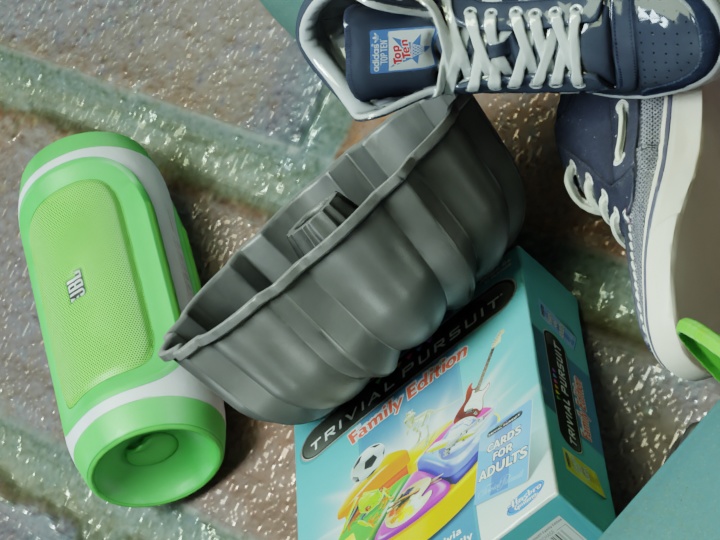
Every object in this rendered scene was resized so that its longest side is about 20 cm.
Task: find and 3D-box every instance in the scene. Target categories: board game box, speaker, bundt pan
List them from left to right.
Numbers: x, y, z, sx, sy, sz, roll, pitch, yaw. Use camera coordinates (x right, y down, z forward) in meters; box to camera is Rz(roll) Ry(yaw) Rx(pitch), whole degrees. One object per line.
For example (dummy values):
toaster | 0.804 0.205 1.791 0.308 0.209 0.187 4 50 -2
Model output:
speaker | -0.128 0.024 1.565 0.088 0.088 0.200 -35 50 23
bundt pan | 0.000 0.000 1.420 0.202 0.076 0.202 -40 9 8
board game box | 0.039 0.097 1.358 0.151 0.047 0.200 -39 26 20

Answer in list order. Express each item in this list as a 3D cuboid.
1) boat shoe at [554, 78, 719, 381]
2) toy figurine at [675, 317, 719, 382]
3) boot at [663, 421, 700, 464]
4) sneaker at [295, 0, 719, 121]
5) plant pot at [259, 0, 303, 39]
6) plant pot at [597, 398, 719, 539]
boat shoe | 0.137 -0.032 1.380 0.093 0.075 0.200 -19 50 41
toy figurine | 0.263 0.022 1.211 0.200 0.150 0.184 42 89 23
boot | 0.081 0.157 1.328 0.174 0.069 0.200 4 71 44
sneaker | 0.064 -0.105 1.335 0.200 0.108 0.070 12 115 35
plant pot | 0.001 -0.212 1.536 0.200 0.134 0.201 -20 57 34
plant pot | 0.144 0.185 1.162 0.200 0.141 0.141 -43 44 -13
